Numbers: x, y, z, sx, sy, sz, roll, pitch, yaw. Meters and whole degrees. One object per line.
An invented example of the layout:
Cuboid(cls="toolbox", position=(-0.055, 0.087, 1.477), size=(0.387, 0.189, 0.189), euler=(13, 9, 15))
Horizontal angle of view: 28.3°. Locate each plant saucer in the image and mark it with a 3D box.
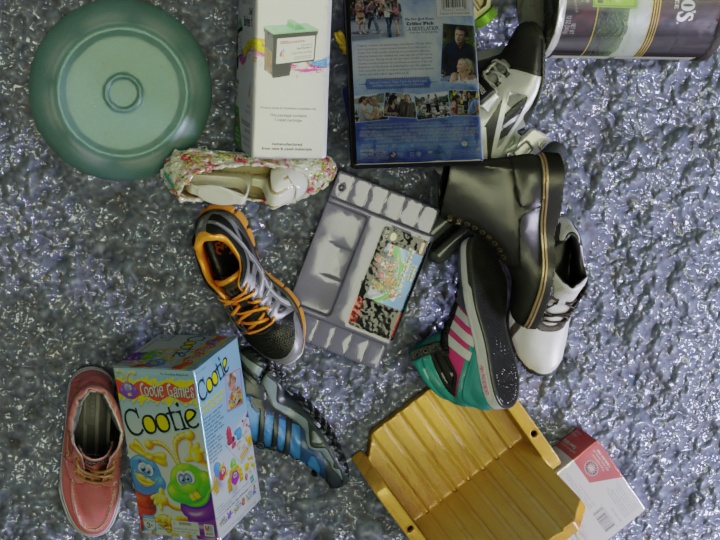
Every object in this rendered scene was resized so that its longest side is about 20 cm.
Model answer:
Cuboid(cls="plant saucer", position=(-0.259, -0.194, 1.553), size=(0.200, 0.036, 0.200), euler=(-2, 101, -12))

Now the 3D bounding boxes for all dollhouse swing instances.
Cuboid(cls="dollhouse swing", position=(0.128, 0.242, 1.650), size=(0.200, 0.176, 0.182), euler=(-36, 106, -3))

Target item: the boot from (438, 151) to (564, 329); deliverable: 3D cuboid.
Cuboid(cls="boot", position=(0.145, -0.036, 1.588), size=(0.138, 0.077, 0.200), euler=(1, 103, -8))

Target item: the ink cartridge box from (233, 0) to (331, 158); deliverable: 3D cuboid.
Cuboid(cls="ink cartridge box", position=(-0.085, -0.227, 1.528), size=(0.084, 0.145, 0.200), euler=(0, 101, -12))

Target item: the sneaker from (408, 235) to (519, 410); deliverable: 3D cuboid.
Cuboid(cls="sneaker", position=(0.111, 0.066, 1.651), size=(0.084, 0.121, 0.200), euler=(1, 79, -52))

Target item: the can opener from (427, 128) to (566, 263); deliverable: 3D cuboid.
Cuboid(cls="can opener", position=(0.151, -0.085, 1.647), size=(0.200, 0.067, 0.053), euler=(-42, 106, -2))

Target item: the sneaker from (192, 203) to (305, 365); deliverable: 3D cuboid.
Cuboid(cls="sneaker", position=(-0.131, 0.024, 1.591), size=(0.078, 0.077, 0.200), euler=(-29, 101, 17))

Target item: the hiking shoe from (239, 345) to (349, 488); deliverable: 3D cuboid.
Cuboid(cls="hiking shoe", position=(-0.094, 0.182, 1.650), size=(0.087, 0.074, 0.200), euler=(-39, 96, 5))

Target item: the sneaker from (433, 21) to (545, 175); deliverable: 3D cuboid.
Cuboid(cls="sneaker", position=(0.140, -0.184, 1.575), size=(0.088, 0.074, 0.200), euler=(12, 108, -22))

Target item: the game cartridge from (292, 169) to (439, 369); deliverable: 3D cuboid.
Cuboid(cls="game cartridge", position=(0.000, 0.000, 1.632), size=(0.130, 0.038, 0.200), euler=(21, 96, 6))

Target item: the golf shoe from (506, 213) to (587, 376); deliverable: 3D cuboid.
Cuboid(cls="golf shoe", position=(0.221, 0.034, 1.673), size=(0.078, 0.094, 0.200), euler=(-2, 103, -13))

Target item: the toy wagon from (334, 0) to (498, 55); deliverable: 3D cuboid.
Cuboid(cls="toy wagon", position=(0.053, -0.308, 1.598), size=(0.200, 0.040, 0.155), euler=(-37, 106, -3))

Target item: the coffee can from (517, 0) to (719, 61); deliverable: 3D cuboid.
Cuboid(cls="coffee can", position=(0.292, -0.308, 1.595), size=(0.200, 0.146, 0.146), euler=(-1, 101, -12))

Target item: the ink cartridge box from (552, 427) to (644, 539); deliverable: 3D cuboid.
Cuboid(cls="ink cartridge box", position=(0.229, 0.301, 1.739), size=(0.200, 0.067, 0.117), euler=(-37, 106, -5))

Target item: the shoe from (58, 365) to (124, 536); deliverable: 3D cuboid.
Cuboid(cls="shoe", position=(-0.301, 0.212, 1.593), size=(0.071, 0.091, 0.200), euler=(0, 101, -12))

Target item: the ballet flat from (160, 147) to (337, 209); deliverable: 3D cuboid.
Cuboid(cls="ballet flat", position=(-0.121, -0.095, 1.581), size=(0.200, 0.064, 0.076), euler=(-1, 132, -13))

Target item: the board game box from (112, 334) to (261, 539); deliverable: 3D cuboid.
Cuboid(cls="board game box", position=(-0.190, 0.182, 1.579), size=(0.103, 0.105, 0.200), euler=(1, 108, 23))

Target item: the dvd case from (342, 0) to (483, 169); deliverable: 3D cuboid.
Cuboid(cls="dvd case", position=(0.056, -0.210, 1.543), size=(0.143, 0.018, 0.200), euler=(-2, 80, -2))

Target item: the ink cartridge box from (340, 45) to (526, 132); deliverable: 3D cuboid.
Cuboid(cls="ink cartridge box", position=(0.085, -0.183, 1.623), size=(0.200, 0.039, 0.100), euler=(-17, 114, -8))
